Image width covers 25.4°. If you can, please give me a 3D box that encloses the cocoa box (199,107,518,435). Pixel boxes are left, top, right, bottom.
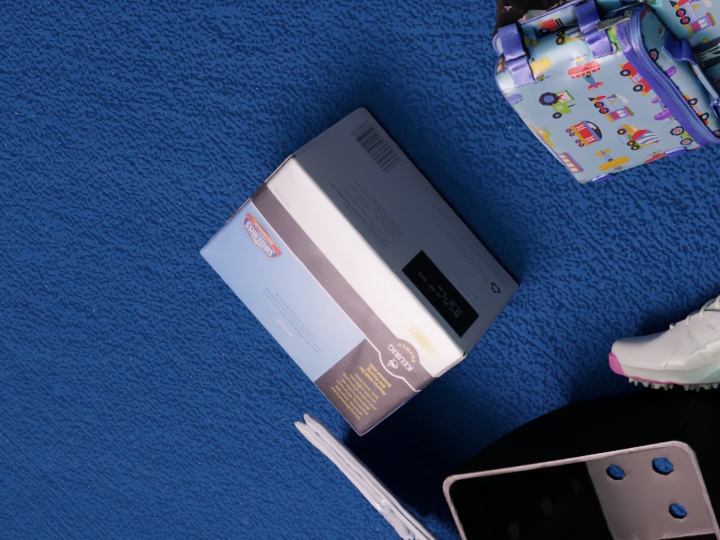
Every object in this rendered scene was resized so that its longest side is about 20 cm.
[{"bbox_3d":[0.000,0.000,1.269,0.200,0.133,0.131,49,125,-1],"label":"cocoa box"}]

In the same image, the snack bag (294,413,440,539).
[{"bbox_3d":[0.033,0.205,1.319,0.021,0.189,0.200,-45,73,-6],"label":"snack bag"}]

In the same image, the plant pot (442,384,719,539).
[{"bbox_3d":[0.211,0.190,1.223,0.199,0.177,0.201,-13,107,32],"label":"plant pot"}]

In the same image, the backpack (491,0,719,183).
[{"bbox_3d":[0.203,-0.166,1.065,0.198,0.136,0.183,-15,145,25],"label":"backpack"}]

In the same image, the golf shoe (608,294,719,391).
[{"bbox_3d":[0.281,0.042,1.193,0.198,0.075,0.093,-5,95,26],"label":"golf shoe"}]
